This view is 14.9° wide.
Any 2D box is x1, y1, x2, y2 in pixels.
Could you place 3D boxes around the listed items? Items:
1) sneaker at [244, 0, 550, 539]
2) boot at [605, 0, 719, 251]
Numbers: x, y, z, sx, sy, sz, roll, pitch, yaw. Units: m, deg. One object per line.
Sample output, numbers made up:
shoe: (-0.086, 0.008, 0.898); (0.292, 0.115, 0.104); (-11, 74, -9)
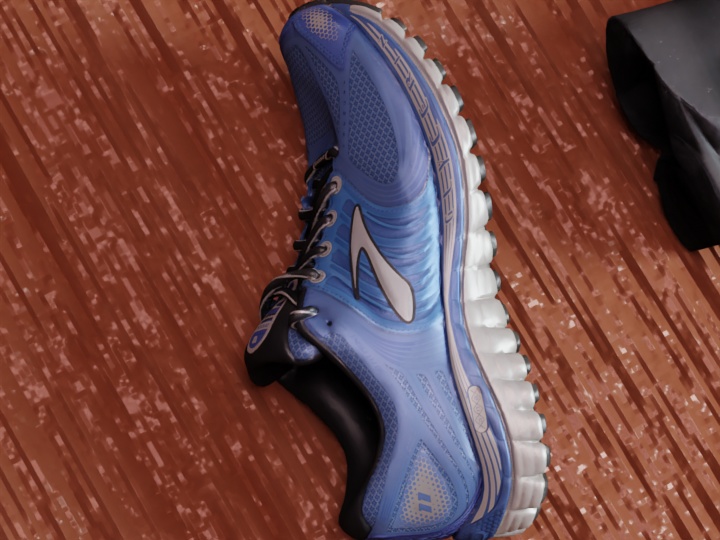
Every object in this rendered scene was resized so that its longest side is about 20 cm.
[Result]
sneaker: (0.000, 0.000, 0.954); (0.089, 0.079, 0.201); (-11, 75, -14)
boot: (0.179, -0.115, 1.031); (0.199, 0.066, 0.166); (-24, 76, -11)
